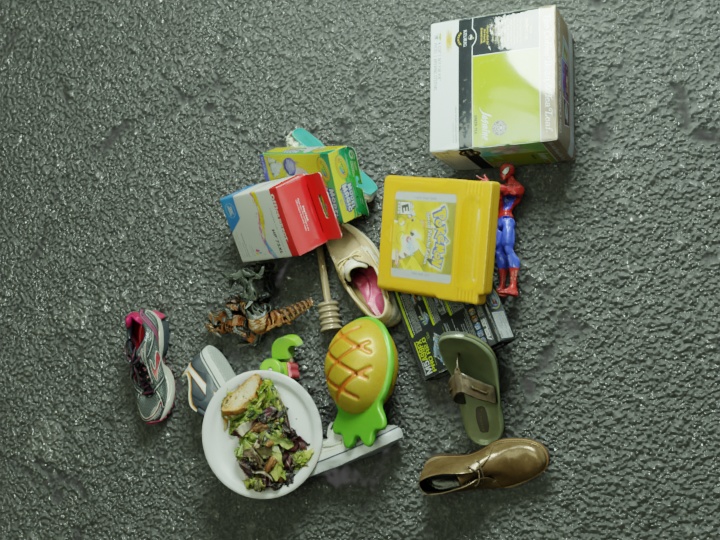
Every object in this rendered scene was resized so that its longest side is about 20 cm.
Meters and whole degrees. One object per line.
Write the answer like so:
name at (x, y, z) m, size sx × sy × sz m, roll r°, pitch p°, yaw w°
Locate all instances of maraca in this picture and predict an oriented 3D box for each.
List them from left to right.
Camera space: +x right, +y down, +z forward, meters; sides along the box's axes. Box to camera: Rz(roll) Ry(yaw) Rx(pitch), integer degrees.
maraca at (0.001, 0.170, 1.446) m, size 0.137 × 0.106 × 0.202 m, roll -17°, pitch 65°, yaw 47°

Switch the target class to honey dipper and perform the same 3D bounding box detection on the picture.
honey dipper at (-0.062, 0.002, 1.554) m, size 0.038 × 0.038 × 0.202 m, roll -15°, pitch 76°, yaw 21°

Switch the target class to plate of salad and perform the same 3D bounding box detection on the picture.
plate of salad at (-0.158, 0.258, 1.478) m, size 0.198 × 0.048 × 0.202 m, roll -1°, pitch 85°, yaw 10°

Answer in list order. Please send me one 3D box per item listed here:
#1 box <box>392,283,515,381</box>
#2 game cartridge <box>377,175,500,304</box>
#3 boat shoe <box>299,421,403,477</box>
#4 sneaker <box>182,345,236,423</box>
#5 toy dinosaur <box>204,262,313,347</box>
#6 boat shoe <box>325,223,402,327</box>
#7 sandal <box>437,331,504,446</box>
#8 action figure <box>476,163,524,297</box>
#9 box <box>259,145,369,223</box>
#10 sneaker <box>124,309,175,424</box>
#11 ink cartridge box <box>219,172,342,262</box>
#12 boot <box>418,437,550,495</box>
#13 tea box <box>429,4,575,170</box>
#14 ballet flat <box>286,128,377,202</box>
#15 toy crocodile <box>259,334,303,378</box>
box at (0.130, 0.045, 1.430) m, size 0.160 × 0.044 × 0.202 m, roll -34°, pitch 69°, yaw 39°
game cartridge at (0.112, -0.048, 1.394) m, size 0.199 × 0.032 × 0.178 m, roll 8°, pitch 96°, yaw 43°
boat shoe at (-0.027, 0.270, 1.487) m, size 0.199 × 0.071 × 0.070 m, roll -26°, pitch 76°, yaw 26°
sneaker at (-0.230, 0.227, 1.576) m, size 0.079 × 0.078 × 0.201 m, roll -40°, pitch 62°, yaw 10°
toy dinosaur at (-0.172, 0.059, 1.581) m, size 0.198 × 0.102 × 0.137 m, roll -8°, pitch 95°, yaw 4°
boat shoe at (0.000, 0.000, 1.508) m, size 0.074 × 0.069 × 0.201 m, roll -41°, pitch 69°, yaw 13°
sandal at (0.165, 0.177, 1.368) m, size 0.079 × 0.057 × 0.202 m, roll -8°, pitch 113°, yaw 28°
action figure at (0.196, -0.067, 1.417) m, size 0.065 × 0.098 × 0.202 m, roll 169°, pitch 109°, yaw -68°
box at (-0.073, -0.138, 1.513) m, size 0.199 × 0.048 × 0.118 m, roll 4°, pitch 114°, yaw 44°
sneaker at (-0.380, 0.170, 1.651) m, size 0.080 × 0.075 × 0.202 m, roll -14°, pitch 78°, yaw 22°
ink cartridge box at (-0.129, -0.084, 1.517) m, size 0.199 × 0.067 × 0.117 m, roll -6°, pitch 108°, yaw 48°
boot at (0.179, 0.297, 1.379) m, size 0.198 × 0.075 × 0.074 m, roll -16°, pitch 92°, yaw 22°
tea box at (0.215, -0.268, 1.415) m, size 0.195 × 0.133 × 0.202 m, roll -2°, pitch 82°, yaw 24°
ballet flat at (-0.050, -0.161, 1.565) m, size 0.200 × 0.072 × 0.072 m, roll 42°, pitch 100°, yaw 25°
toy crocodile at (-0.126, 0.205, 1.537) m, size 0.061 × 0.067 × 0.202 m, roll 0°, pitch 83°, yaw 23°
